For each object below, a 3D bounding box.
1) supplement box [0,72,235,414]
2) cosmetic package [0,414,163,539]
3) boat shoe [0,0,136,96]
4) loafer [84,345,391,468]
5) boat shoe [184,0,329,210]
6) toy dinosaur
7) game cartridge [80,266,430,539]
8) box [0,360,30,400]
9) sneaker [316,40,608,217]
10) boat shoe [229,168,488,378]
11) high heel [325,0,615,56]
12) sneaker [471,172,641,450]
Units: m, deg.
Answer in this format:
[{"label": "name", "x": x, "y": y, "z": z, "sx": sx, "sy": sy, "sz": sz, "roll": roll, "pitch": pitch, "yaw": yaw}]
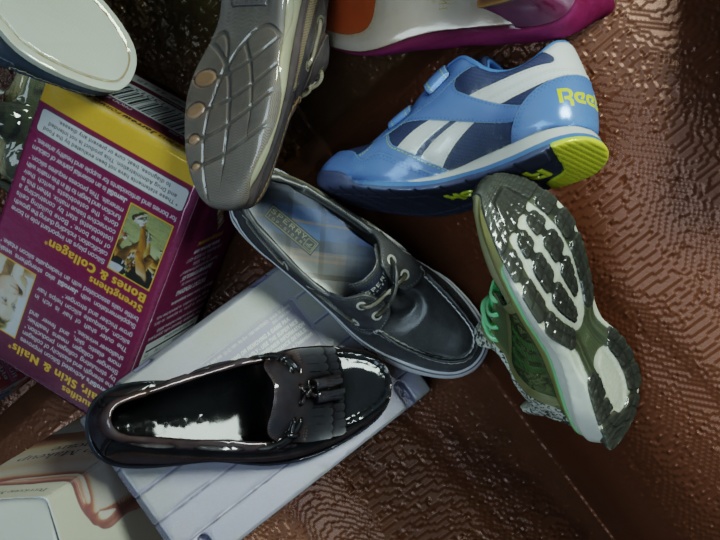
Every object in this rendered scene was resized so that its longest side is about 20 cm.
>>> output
[{"label": "supplement box", "x": -0.167, "y": -0.019, "z": 1.044, "sx": 0.130, "sy": 0.103, "sz": 0.201, "roll": 29, "pitch": 110, "yaw": 12}, {"label": "cosmetic package", "x": -0.187, "y": 0.160, "z": 1.041, "sx": 0.102, "sy": 0.200, "sz": 0.088, "roll": -9, "pitch": 100, "yaw": 22}, {"label": "boat shoe", "x": -0.234, "y": -0.161, "z": 0.951, "sx": 0.199, "sy": 0.075, "sz": 0.062, "roll": 25, "pitch": 145, "yaw": -21}, {"label": "loafer", "x": -0.070, "y": 0.087, "z": 0.957, "sx": 0.198, "sy": 0.063, "sz": 0.073, "roll": -8, "pitch": 82, "yaw": -14}, {"label": "boat shoe", "x": -0.051, "y": -0.132, "z": 0.948, "sx": 0.074, "sy": 0.073, "sz": 0.202, "roll": 12, "pitch": 88, "yaw": 39}, {"label": "toy dinosaur", "x": -0.256, "y": -0.107, "z": 1.091, "sx": 0.087, "sy": 0.047, "sz": 0.202, "roll": 12, "pitch": 107, "yaw": 3}, {"label": "game cartridge", "x": -0.068, "y": 0.086, "z": 1.007, "sx": 0.199, "sy": 0.038, "sz": 0.130, "roll": -36, "pitch": 83, "yaw": -17}, {"label": "box", "x": -0.326, "y": 0.016, "z": 1.118, "sx": 0.099, "sy": 0.095, "sz": 0.201, "roll": -32, "pitch": 90, "yaw": 25}, {"label": "sneaker", "x": 0.061, "y": -0.084, "z": 0.959, "sx": 0.198, "sy": 0.074, "sz": 0.083, "roll": -11, "pitch": 74, "yaw": 31}, {"label": "boat shoe", "x": 0.000, "y": 0.000, "z": 0.984, "sx": 0.200, "sy": 0.066, "sz": 0.070, "roll": 40, "pitch": 86, "yaw": -1}, {"label": "high heel", "x": 0.057, "y": -0.160, "z": 0.963, "sx": 0.199, "sy": 0.096, "sz": 0.068, "roll": 6, "pitch": 88, "yaw": 42}, {"label": "sneaker", "x": 0.098, "y": 0.030, "z": 0.947, "sx": 0.088, "sy": 0.077, "sz": 0.201, "roll": -3, "pitch": 126, "yaw": 37}]
